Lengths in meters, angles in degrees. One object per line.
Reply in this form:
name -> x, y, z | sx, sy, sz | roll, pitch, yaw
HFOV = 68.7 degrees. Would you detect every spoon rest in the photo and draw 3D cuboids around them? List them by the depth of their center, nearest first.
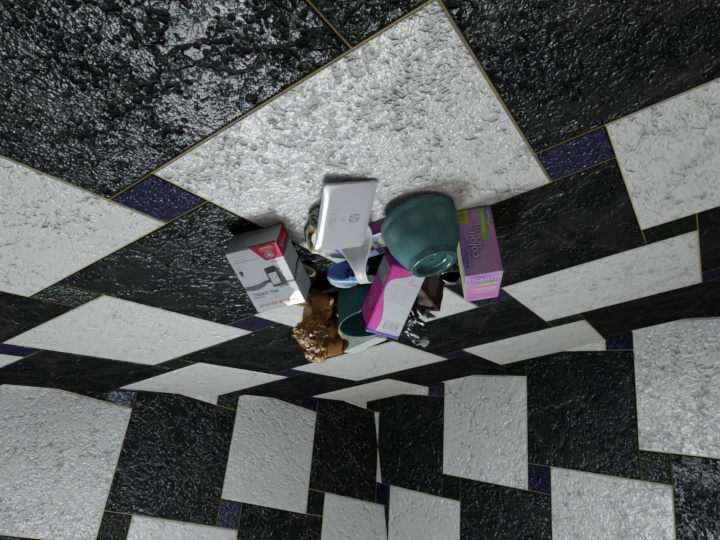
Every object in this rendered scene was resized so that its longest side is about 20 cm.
spoon rest -> -0.005, -0.046, 1.338 | 0.097, 0.061, 0.203 | -7, 123, 16

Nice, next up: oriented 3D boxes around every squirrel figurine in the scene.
squirrel figurine -> -0.123, 0.170, 1.609 | 0.138, 0.192, 0.200 | 7, -162, 16

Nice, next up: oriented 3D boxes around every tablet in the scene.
tablet -> -0.035, -0.123, 1.211 | 0.127, 0.014, 0.202 | -8, 141, -19

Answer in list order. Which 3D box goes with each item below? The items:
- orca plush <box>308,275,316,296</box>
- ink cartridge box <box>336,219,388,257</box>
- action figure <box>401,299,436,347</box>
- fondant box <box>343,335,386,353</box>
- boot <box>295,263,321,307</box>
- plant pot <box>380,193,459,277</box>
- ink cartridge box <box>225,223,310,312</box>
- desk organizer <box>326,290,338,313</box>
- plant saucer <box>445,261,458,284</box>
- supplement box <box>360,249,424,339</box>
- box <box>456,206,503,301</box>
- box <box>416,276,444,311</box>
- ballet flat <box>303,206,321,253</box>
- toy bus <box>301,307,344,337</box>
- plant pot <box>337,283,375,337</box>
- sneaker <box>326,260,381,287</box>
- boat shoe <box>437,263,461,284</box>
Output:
orca plush -> -0.224, 0.025, 1.461 | 0.198, 0.072, 0.105 | 31, 125, -19
ink cartridge box -> 0.010, -0.072, 1.413 | 0.196, 0.043, 0.119 | -15, 156, 23
action figure -> 0.175, 0.161, 1.586 | 0.100, 0.121, 0.200 | 19, 166, 15
fondant box -> 0.010, 0.209, 1.949 | 0.057, 0.148, 0.199 | 13, 151, -36
boot -> -0.173, 0.046, 1.613 | 0.171, 0.068, 0.200 | 2, 155, -23
plant pot -> 0.159, -0.069, 1.282 | 0.195, 0.137, 0.202 | -14, 153, -7
ink cartridge box -> -0.230, -0.002, 1.340 | 0.142, 0.084, 0.203 | -13, 126, 13
desk organizer -> -0.058, 0.103, 1.744 | 0.194, 0.079, 0.072 | -7, 173, 1
plant saucer -> 0.300, -0.009, 1.649 | 0.195, 0.036, 0.201 | -6, 157, -2
supplement box -> 0.085, 0.065, 1.424 | 0.099, 0.104, 0.204 | 16, 112, -16
box -> 0.307, -0.039, 1.389 | 0.094, 0.180, 0.201 | -9, 157, 8
box -> 0.180, 0.035, 1.571 | 0.073, 0.102, 0.200 | -4, 149, 34
ballet flat -> -0.109, -0.082, 1.311 | 0.070, 0.074, 0.201 | -2, 158, -9
toy bus -> -0.127, 0.193, 1.924 | 0.077, 0.066, 0.198 | -25, 137, 36
plant pot -> 0.018, 0.088, 1.616 | 0.195, 0.164, 0.202 | -9, 150, -5
sneaker -> 0.000, 0.000, 1.497 | 0.194, 0.081, 0.089 | -5, 165, -5
boat shoe -> 0.269, 0.010, 1.561 | 0.072, 0.065, 0.201 | -18, 156, 21
